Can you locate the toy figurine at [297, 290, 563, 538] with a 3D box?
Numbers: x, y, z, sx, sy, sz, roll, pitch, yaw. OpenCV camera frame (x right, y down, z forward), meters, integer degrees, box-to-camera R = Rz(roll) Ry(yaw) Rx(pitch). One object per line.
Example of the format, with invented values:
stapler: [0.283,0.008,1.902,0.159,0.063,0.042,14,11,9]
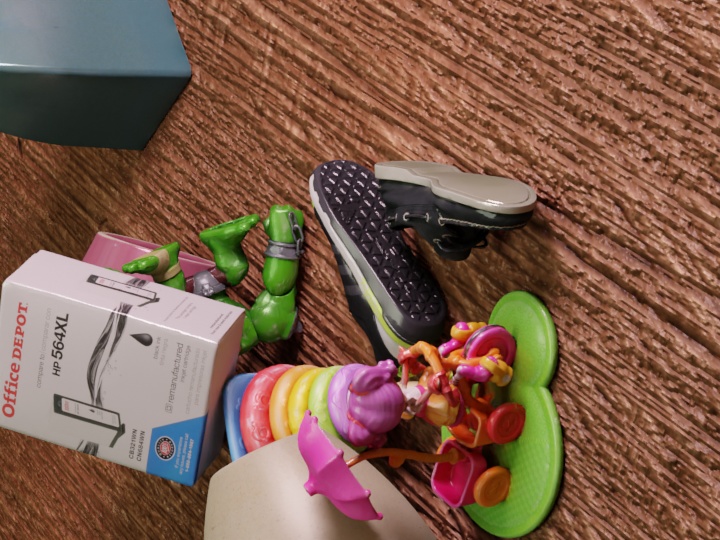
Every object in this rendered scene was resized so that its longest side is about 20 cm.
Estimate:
toy figurine: [0.042,0.115,1.464,0.150,0.183,0.201,38,123,48]

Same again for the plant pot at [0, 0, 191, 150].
plant pot: [-0.301,-0.212,1.935,0.141,0.199,0.142,-48,54,48]

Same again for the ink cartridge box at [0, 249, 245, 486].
ink cartridge box: [-0.215,0.084,1.694,0.199,0.084,0.147,15,114,10]

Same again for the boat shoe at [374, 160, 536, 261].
boat shoe: [0.071,-0.042,1.505,0.199,0.074,0.066,18,110,55]

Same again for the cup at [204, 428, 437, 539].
cup: [-0.048,0.213,1.560,0.200,0.200,0.144,-40,72,51]

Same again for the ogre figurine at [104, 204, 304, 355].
ogre figurine: [-0.134,0.025,1.753,0.098,0.199,0.120,4,117,67]

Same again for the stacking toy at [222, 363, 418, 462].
stacking toy: [-0.015,0.120,1.643,0.200,0.116,0.110,-19,76,44]

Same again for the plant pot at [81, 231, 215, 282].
plant pot: [-0.215,0.065,1.859,0.200,0.199,0.180,20,95,54]

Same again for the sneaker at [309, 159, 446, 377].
sneaker: [0.000,0.000,1.617,0.083,0.071,0.200,-57,48,44]
